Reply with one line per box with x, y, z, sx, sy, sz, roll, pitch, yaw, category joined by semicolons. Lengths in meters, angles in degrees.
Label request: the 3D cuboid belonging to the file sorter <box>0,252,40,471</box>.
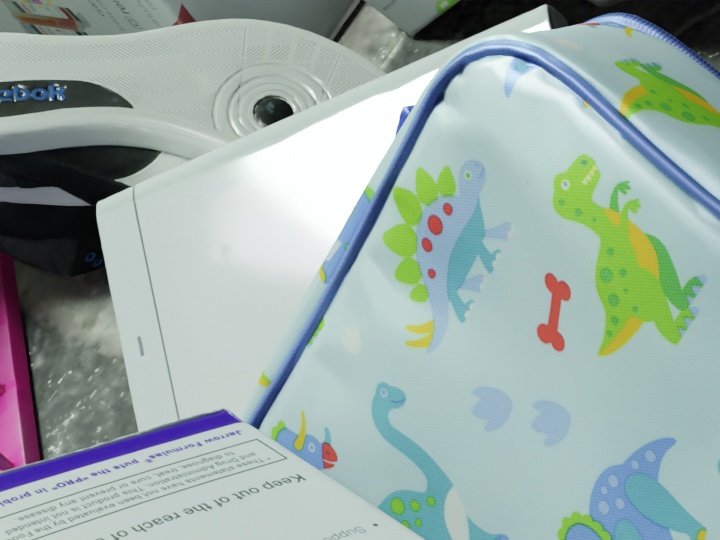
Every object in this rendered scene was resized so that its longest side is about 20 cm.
-0.236;0.024;0.894;0.139;0.126;0.201;-30;41;11;file sorter

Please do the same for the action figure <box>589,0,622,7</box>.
0.190;-0.141;0.755;0.193;0.105;0.200;23;58;39;action figure

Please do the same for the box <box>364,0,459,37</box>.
0.078;-0.184;0.828;0.156;0.041;0.200;-55;10;-17;box

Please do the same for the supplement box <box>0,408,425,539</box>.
-0.012;0.126;0.485;0.103;0.102;0.200;-14;30;-41;supplement box

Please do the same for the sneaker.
-0.082;-0.046;0.884;0.199;0.112;0.073;4;56;-3;sneaker

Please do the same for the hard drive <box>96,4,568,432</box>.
0.000;0.000;0.775;0.199;0.027;0.133;-22;68;20;hard drive

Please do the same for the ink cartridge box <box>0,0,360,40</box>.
-0.107;-0.174;0.957;0.199;0.145;0.145;14;64;45;ink cartridge box

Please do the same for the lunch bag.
0.053;0.044;0.545;0.161;0.082;0.201;42;121;23;lunch bag
